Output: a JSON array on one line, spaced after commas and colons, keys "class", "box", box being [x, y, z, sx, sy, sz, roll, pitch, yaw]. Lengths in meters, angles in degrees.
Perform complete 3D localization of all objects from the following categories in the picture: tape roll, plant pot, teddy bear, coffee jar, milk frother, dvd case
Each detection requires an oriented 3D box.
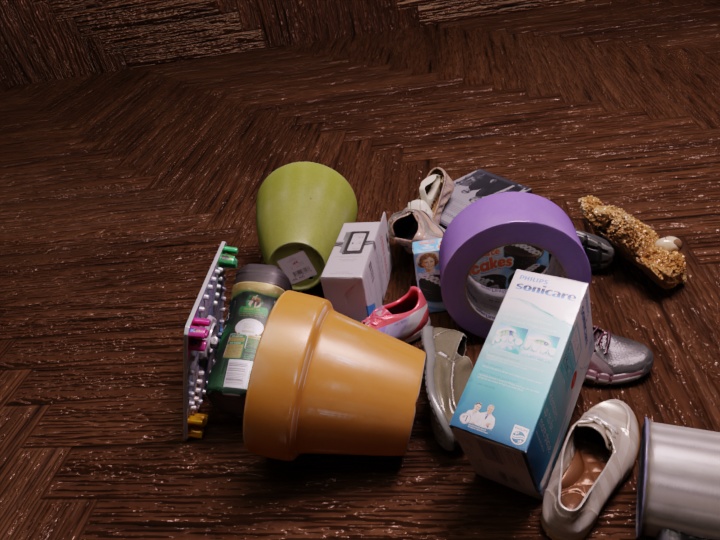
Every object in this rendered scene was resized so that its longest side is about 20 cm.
[{"class": "tape roll", "box": [0.211, -0.002, 0.861, 0.199, 0.201, 0.085, -5, 34, 9]}, {"class": "plant pot", "box": [-0.098, -0.059, 1.048, 0.186, 0.188, 0.200, -8, 32, 5]}, {"class": "plant pot", "box": [-0.022, 0.140, 0.745, 0.183, 0.201, 0.200, 11, 37, 6]}, {"class": "teddy bear", "box": [0.423, -0.056, 0.952, 0.067, 0.145, 0.200, -45, 27, 10]}, {"class": "coffee jar", "box": [-0.148, 0.094, 0.851, 0.085, 0.104, 0.201, 5, 58, 5]}, {"class": "milk frother", "box": [0.344, 0.196, 0.526, 0.187, 0.201, 0.181, 4, 40, 22]}, {"class": "dvd case", "box": [0.215, -0.139, 1.224, 0.200, 0.025, 0.150, -28, 37, -21]}]

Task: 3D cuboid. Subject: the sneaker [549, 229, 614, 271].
[{"class": "sneaker", "box": [0.325, -0.056, 1.022, 0.199, 0.076, 0.079, 17, 40, 35]}]

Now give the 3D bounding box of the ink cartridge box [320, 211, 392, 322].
[{"class": "ink cartridge box", "box": [0.000, 0.000, 0.997, 0.068, 0.116, 0.200, 0, 34, 15]}]

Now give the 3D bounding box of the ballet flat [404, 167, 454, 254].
[{"class": "ballet flat", "box": [0.119, -0.119, 1.149, 0.068, 0.067, 0.200, -1, 47, 31]}]

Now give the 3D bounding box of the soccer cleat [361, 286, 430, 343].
[{"class": "soccer cleat", "box": [0.017, 0.093, 0.891, 0.200, 0.073, 0.068, -28, 37, -25]}]

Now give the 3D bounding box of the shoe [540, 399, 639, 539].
[{"class": "shoe", "box": [0.256, 0.205, 0.669, 0.070, 0.054, 0.200, 15, 41, 34]}]

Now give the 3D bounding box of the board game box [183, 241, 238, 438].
[{"class": "board game box", "box": [-0.205, 0.094, 0.851, 0.026, 0.201, 0.200, 10, 35, -3]}]

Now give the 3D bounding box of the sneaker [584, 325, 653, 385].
[{"class": "sneaker", "box": [0.274, 0.080, 0.795, 0.199, 0.116, 0.076, 2, 35, 20]}]

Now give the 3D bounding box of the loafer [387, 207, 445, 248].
[{"class": "loafer", "box": [0.084, -0.072, 1.030, 0.063, 0.072, 0.200, 24, 8, -24]}]

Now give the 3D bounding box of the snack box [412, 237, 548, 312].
[{"class": "snack box", "box": [0.185, -0.001, 0.942, 0.199, 0.117, 0.037, -8, 33, 6]}]

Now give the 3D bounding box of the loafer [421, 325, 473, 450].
[{"class": "loafer", "box": [0.118, 0.139, 0.789, 0.069, 0.075, 0.200, -7, 36, 6]}]

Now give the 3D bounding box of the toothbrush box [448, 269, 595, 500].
[{"class": "toothbrush box", "box": [0.186, 0.124, 0.678, 0.085, 0.147, 0.200, 12, 59, 31]}]
